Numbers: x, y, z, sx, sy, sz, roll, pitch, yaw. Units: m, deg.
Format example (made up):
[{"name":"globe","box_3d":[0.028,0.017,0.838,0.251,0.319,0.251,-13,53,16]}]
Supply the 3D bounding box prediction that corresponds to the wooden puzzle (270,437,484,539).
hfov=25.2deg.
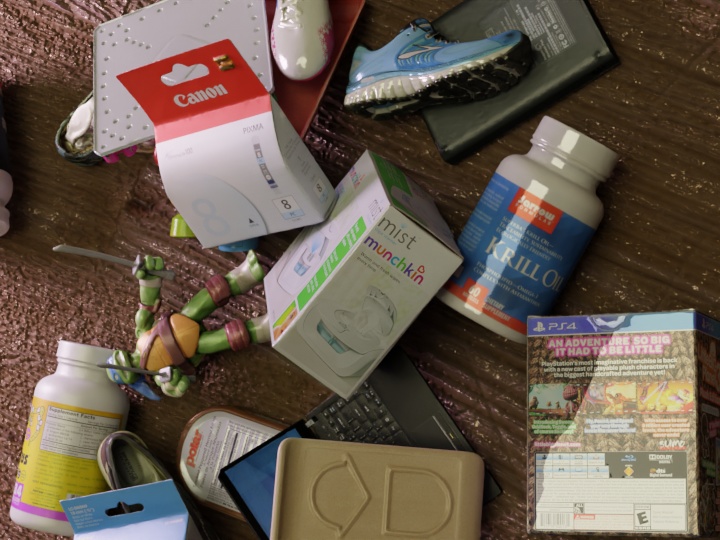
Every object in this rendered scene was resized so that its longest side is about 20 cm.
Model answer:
[{"name":"wooden puzzle","box_3d":[0.013,0.258,1.519,0.199,0.046,0.186,6,79,-6]}]

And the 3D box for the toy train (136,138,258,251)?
[{"name":"toy train","box_3d":[-0.190,-0.087,1.736,0.200,0.085,0.116,7,100,29]}]

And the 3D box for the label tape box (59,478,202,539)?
[{"name":"label tape box","box_3d":[-0.218,0.320,1.628,0.144,0.063,0.200,-14,114,24]}]

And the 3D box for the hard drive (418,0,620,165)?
[{"name":"hard drive","box_3d":[0.141,-0.215,1.607,0.200,0.033,0.140,-31,70,19]}]

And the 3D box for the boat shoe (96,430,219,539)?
[{"name":"boat shoe","box_3d":[-0.206,0.253,1.661,0.072,0.066,0.201,-35,86,-8]}]

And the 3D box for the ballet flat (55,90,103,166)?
[{"name":"ballet flat","box_3d":[-0.267,-0.194,1.790,0.074,0.074,0.200,46,103,25]}]

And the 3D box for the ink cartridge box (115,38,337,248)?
[{"name":"ink cartridge box","box_3d":[-0.138,-0.119,1.571,0.160,0.200,0.047,-11,37,38]}]

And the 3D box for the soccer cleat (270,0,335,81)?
[{"name":"soccer cleat","box_3d":[-0.066,-0.285,1.653,0.070,0.086,0.200,-10,52,16]}]

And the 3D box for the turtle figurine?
[{"name":"turtle figurine","box_3d":[-0.183,0.051,1.650,0.194,0.200,0.144,-24,37,-3]}]

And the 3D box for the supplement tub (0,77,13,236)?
[{"name":"supplement tub","box_3d":[-0.475,-0.138,1.845,0.140,0.140,0.200,-15,76,24]}]

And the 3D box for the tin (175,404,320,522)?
[{"name":"tin","box_3d":[-0.103,0.205,1.663,0.200,0.042,0.112,16,85,28]}]

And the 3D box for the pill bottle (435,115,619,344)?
[{"name":"pill bottle","box_3d":[0.161,-0.041,1.525,0.112,0.112,0.200,31,97,27]}]

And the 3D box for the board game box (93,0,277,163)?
[{"name":"board game box","box_3d":[-0.186,-0.216,1.693,0.200,0.026,0.200,-18,49,11]}]

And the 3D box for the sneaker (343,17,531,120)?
[{"name":"sneaker","box_3d":[0.071,-0.213,1.582,0.200,0.078,0.090,-9,75,25]}]

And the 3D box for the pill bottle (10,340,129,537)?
[{"name":"pill bottle","box_3d":[-0.308,0.180,1.731,0.104,0.104,0.200,9,86,28]}]

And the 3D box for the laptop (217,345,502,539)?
[{"name":"laptop","box_3d":[0.000,0.204,1.553,0.200,0.103,0.177,-37,82,17]}]

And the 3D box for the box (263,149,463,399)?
[{"name":"box","box_3d":[0.000,0.000,1.550,0.097,0.200,0.177,36,103,-16]}]

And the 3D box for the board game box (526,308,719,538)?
[{"name":"board game box","box_3d":[0.242,0.141,1.464,0.159,0.097,0.201,-3,81,26]}]

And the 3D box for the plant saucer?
[{"name":"plant saucer","box_3d":[-0.108,-0.207,1.693,0.200,0.037,0.200,6,57,28]}]
